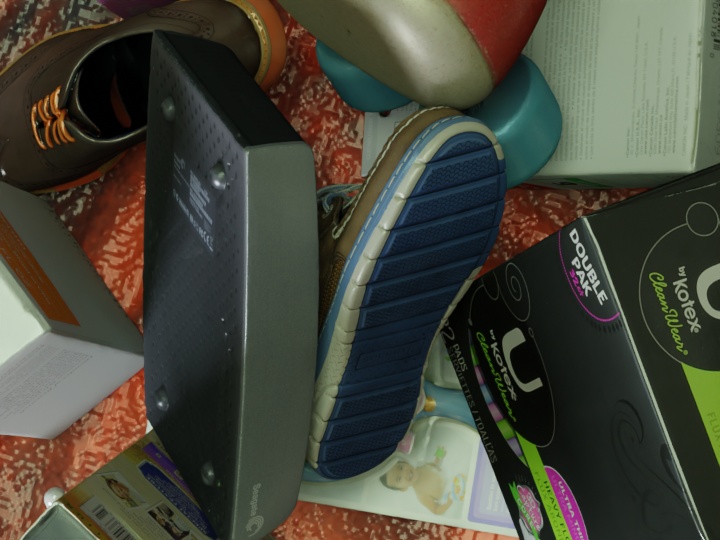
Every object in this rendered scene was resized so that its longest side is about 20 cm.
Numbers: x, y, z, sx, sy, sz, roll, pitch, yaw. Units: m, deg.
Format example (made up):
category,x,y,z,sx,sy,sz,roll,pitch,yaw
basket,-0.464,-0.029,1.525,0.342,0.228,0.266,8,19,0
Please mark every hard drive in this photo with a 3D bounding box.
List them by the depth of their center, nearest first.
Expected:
category,x,y,z,sx,sy,sz,roll,pitch,yaw
hard drive,-0.059,0.008,1.231,0.042,0.135,0.201,-8,121,-20

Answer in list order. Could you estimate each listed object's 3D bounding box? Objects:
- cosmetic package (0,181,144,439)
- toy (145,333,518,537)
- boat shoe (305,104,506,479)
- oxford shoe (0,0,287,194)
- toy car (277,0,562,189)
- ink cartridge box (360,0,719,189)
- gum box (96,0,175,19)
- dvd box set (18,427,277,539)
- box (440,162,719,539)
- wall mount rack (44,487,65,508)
category,x,y,z,sx,sy,sz,roll,pitch,yaw
cosmetic package,-0.168,0.015,1.270,0.071,0.200,0.102,-37,81,4
toy,-0.004,0.054,1.319,0.199,0.047,0.116,9,86,9
boat shoe,0.000,0.000,1.222,0.072,0.072,0.200,52,135,33
oxford shoe,-0.132,-0.081,1.312,0.199,0.072,0.071,-24,90,32
toy car,0.054,-0.177,1.230,0.200,0.185,0.177,-42,42,-8
ink cartridge box,0.090,-0.094,1.301,0.199,0.050,0.110,0,85,43
gum box,-0.104,-0.236,1.348,0.113,0.066,0.201,-23,82,7
dvd box set,-0.068,0.142,1.236,0.146,0.200,0.029,44,100,1
box,0.136,0.045,1.203,0.124,0.200,0.149,-20,85,-20
wall mount rack,-0.176,0.171,1.304,0.199,0.075,0.175,-5,109,9
